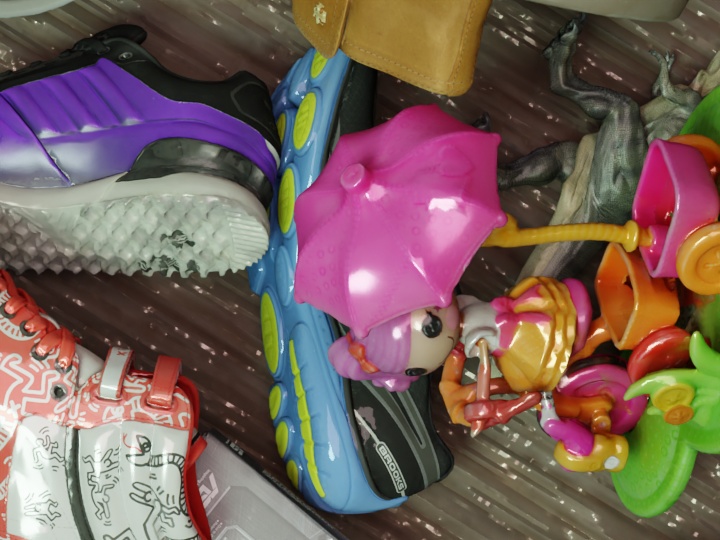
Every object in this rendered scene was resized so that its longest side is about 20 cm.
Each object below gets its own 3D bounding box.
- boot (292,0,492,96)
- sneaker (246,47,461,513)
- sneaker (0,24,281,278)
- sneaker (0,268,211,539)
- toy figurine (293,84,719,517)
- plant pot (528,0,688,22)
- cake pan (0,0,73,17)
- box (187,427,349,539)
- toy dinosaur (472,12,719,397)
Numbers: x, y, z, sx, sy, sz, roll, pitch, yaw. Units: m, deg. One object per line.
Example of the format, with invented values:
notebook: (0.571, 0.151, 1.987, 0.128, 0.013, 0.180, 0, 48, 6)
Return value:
boot: (-0.014, -0.167, 1.115, 0.070, 0.145, 0.201, -15, 43, -37)
sneaker: (0.000, 0.000, 1.191, 0.082, 0.071, 0.201, -3, 82, -26)
sneaker: (-0.126, -0.056, 1.185, 0.198, 0.070, 0.100, 5, 60, 10)
sneaker: (-0.125, 0.035, 1.101, 0.107, 0.067, 0.203, -19, 97, 3)
toy figurine: (0.057, 0.007, 1.116, 0.183, 0.201, 0.151, 6, 40, -19)
plant pot: (0.093, -0.199, 1.157, 0.198, 0.200, 0.175, 11, 102, -2)
cake pan: (-0.141, -0.205, 1.159, 0.199, 0.037, 0.202, 5, 100, 30)
box: (-0.064, 0.190, 1.155, 0.158, 0.048, 0.200, 39, 87, -1)
toy dinosaur: (0.096, -0.050, 1.204, 0.088, 0.047, 0.200, 42, 88, -6)
